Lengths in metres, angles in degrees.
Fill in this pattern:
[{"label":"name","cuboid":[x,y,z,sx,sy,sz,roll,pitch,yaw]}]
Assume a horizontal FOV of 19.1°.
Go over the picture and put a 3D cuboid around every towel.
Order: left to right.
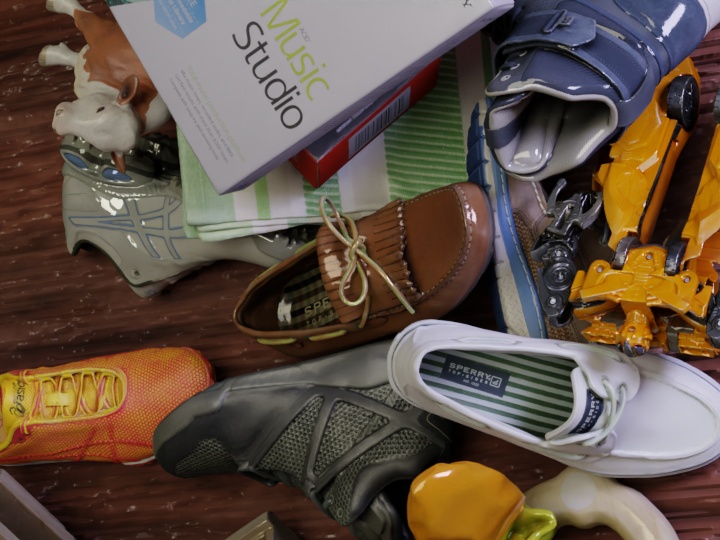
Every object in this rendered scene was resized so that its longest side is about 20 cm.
[{"label":"towel","cuboid":[-0.011,-0.097,1.287,0.199,0.023,0.153,-4,77,-1]}]

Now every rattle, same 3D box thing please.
[{"label":"rattle","cuboid":[0.124,0.193,1.148,0.130,0.143,0.200,-25,62,1]}]

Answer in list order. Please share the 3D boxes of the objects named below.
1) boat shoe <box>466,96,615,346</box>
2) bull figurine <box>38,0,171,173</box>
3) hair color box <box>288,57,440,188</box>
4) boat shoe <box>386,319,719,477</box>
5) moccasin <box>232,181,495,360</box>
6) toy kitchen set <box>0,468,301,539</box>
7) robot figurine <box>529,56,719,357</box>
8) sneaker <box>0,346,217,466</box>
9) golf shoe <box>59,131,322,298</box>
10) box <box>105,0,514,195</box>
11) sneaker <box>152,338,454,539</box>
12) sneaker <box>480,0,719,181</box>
[{"label":"boat shoe","cuboid":[0.108,-0.004,1.229,0.072,0.072,0.201,-11,90,-4]},{"label":"bull figurine","cuboid":[-0.133,-0.149,1.351,0.121,0.065,0.200,33,63,28]},{"label":"hair color box","cuboid":[-0.056,-0.158,1.258,0.101,0.061,0.200,-42,80,-10]},{"label":"boat shoe","cuboid":[0.112,0.075,1.158,0.199,0.067,0.074,9,95,-8]},{"label":"moccasin","cuboid":[0.000,-0.002,1.232,0.201,0.078,0.074,-20,69,48]},{"label":"toy kitchen set","cuboid":[-0.160,0.154,1.294,0.180,0.200,0.163,-35,25,17]},{"label":"robot figurine","cuboid":[0.177,-0.035,1.166,0.145,0.058,0.200,7,60,28]},{"label":"sneaker","cuboid":[-0.183,0.090,1.358,0.199,0.077,0.073,-15,72,23]},{"label":"golf shoe","cuboid":[-0.108,-0.023,1.356,0.200,0.078,0.098,23,110,32]},{"label":"box","cuboid":[-0.034,-0.152,1.174,0.200,0.036,0.145,-33,86,24]},{"label":"sneaker","cuboid":[-0.034,0.116,1.275,0.199,0.076,0.115,-13,68,19]},{"label":"sneaker","cuboid":[0.080,-0.129,1.192,0.202,0.077,0.146,17,56,33]}]
